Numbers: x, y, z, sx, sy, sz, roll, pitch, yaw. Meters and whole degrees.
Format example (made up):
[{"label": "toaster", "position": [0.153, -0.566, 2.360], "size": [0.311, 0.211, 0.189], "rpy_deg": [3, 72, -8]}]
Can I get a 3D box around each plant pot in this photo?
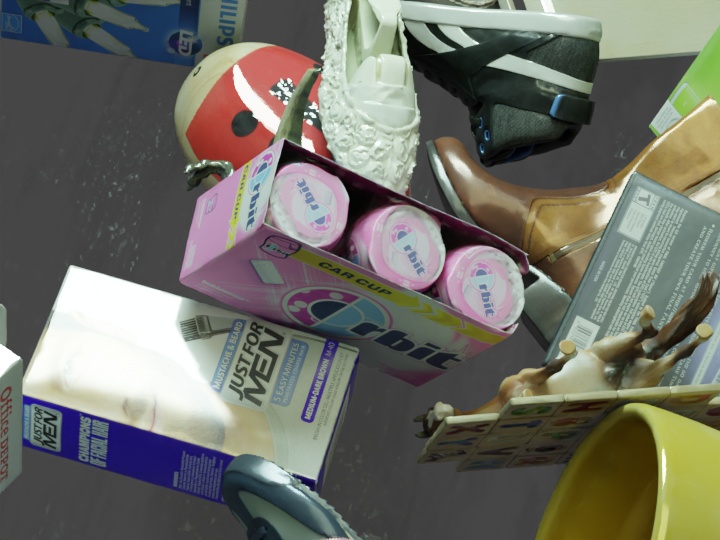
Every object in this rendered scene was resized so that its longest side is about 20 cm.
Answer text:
[{"label": "plant pot", "position": [0.215, 0.202, 1.504], "size": [0.188, 0.201, 0.202], "rpy_deg": [19, 50, -15]}]

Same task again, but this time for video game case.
[{"label": "video game case", "position": [0.239, 0.042, 1.666], "size": [0.199, 0.019, 0.143], "rpy_deg": [26, 83, -1]}]

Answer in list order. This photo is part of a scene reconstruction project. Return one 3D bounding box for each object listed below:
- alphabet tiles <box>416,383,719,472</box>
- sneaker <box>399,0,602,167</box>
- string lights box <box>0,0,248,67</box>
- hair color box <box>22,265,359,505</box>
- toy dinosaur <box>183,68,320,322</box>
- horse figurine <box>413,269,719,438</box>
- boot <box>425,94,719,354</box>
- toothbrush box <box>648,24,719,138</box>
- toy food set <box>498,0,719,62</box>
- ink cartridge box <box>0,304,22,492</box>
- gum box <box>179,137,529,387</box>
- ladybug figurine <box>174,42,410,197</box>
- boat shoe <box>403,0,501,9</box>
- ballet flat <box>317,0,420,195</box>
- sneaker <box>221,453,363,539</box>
[{"label": "alphabet tiles", "position": [0.140, 0.100, 1.578], "size": [0.199, 0.167, 0.006], "rpy_deg": [-4, 72, -11]}, {"label": "sneaker", "position": [0.073, -0.132, 1.804], "size": [0.199, 0.073, 0.113], "rpy_deg": [6, 90, 29]}, {"label": "string lights box", "position": [-0.178, -0.210, 1.802], "size": [0.199, 0.103, 0.059], "rpy_deg": [9, 51, -2]}, {"label": "hair color box", "position": [-0.110, 0.080, 1.615], "size": [0.199, 0.065, 0.110], "rpy_deg": [15, 53, 4]}, {"label": "toy dinosaur", "position": [-0.072, -0.036, 1.688], "size": [0.088, 0.047, 0.201], "rpy_deg": [3, 91, 11]}, {"label": "horse figurine", "position": [0.143, 0.064, 1.599], "size": [0.199, 0.133, 0.050], "rpy_deg": [-21, 77, -21]}, {"label": "boot", "position": [0.164, -0.062, 1.721], "size": [0.200, 0.069, 0.189], "rpy_deg": [-35, 63, -5]}, {"label": "toothbrush box", "position": [0.318, -0.087, 1.748], "size": [0.086, 0.146, 0.200], "rpy_deg": [-7, 51, -45]}, {"label": "toy food set", "position": [0.197, -0.206, 1.884], "size": [0.199, 0.060, 0.144], "rpy_deg": [-6, 65, -20]}, {"label": "ink cartridge box", "position": [-0.299, 0.103, 1.526], "size": [0.125, 0.129, 0.200], "rpy_deg": [33, 54, 16]}, {"label": "gum box", "position": [0.000, 0.000, 1.615], "size": [0.199, 0.113, 0.066], "rpy_deg": [24, 60, -24]}, {"label": "ladybug figurine", "position": [-0.044, -0.091, 1.752], "size": [0.200, 0.072, 0.136], "rpy_deg": [39, 56, 20]}, {"label": "boat shoe", "position": [0.033, -0.256, 1.899], "size": [0.072, 0.060, 0.200], "rpy_deg": [-32, 63, -29]}, {"label": "ballet flat", "position": [0.007, -0.139, 1.713], "size": [0.071, 0.072, 0.201], "rpy_deg": [0, 48, -9]}, {"label": "sneaker", "position": [-0.029, 0.200, 1.519], "size": [0.082, 0.070, 0.200], "rpy_deg": [-37, 74, -27]}]
